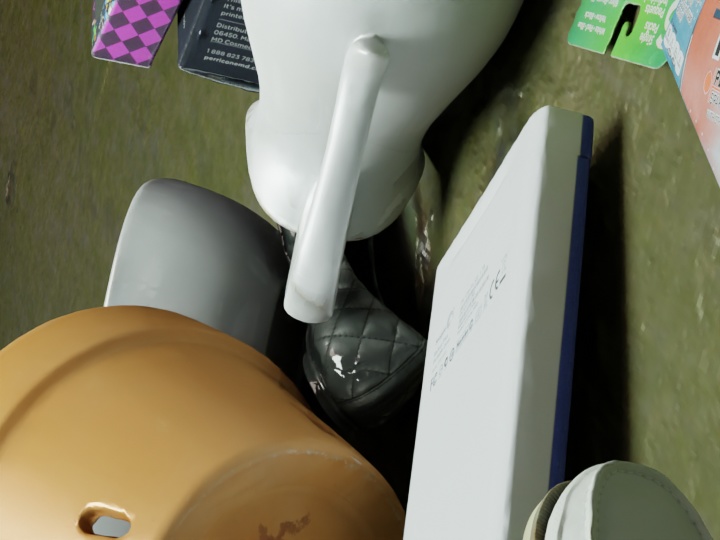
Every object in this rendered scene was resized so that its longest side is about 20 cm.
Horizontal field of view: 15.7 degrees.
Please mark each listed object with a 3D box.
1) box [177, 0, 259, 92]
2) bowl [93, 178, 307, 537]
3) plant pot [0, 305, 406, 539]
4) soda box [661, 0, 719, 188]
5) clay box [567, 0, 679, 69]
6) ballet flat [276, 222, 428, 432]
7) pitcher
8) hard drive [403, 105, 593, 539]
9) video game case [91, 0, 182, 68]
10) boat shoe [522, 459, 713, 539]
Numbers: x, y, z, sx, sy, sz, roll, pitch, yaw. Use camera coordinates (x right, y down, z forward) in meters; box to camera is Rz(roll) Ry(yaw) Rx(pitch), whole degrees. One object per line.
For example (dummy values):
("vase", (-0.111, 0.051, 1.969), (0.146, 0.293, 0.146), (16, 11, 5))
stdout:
("box", (-0.012, -0.200, 1.222), (0.148, 0.104, 0.200), (-95, 23, -45))
("bowl", (-0.075, 0.062, 1.234), (0.200, 0.074, 0.200), (19, -98, -81))
("plant pot", (-0.071, 0.124, 1.072), (0.140, 0.200, 0.201), (15, 93, 53))
("soda box", (0.135, -0.029, 0.659), (0.200, 0.068, 0.064), (-102, 28, -56))
("clay box", (0.098, -0.177, 0.930), (0.115, 0.047, 0.201), (-146, 69, -73))
("ballet flat", (0.000, 0.000, 1.167), (0.057, 0.066, 0.200), (-30, 35, 12))
("pitcher", (0.003, -0.093, 1.070), (0.172, 0.121, 0.200), (-86, 8, -46))
("hard drive", (0.046, 0.058, 0.945), (0.132, 0.025, 0.201), (120, 161, -56))
("video game case", (-0.082, -0.223, 1.223), (0.200, 0.036, 0.182), (125, 152, -55))
("boat shoe", (0.097, 0.124, 0.701), (0.068, 0.075, 0.200), (-58, 32, 37))
